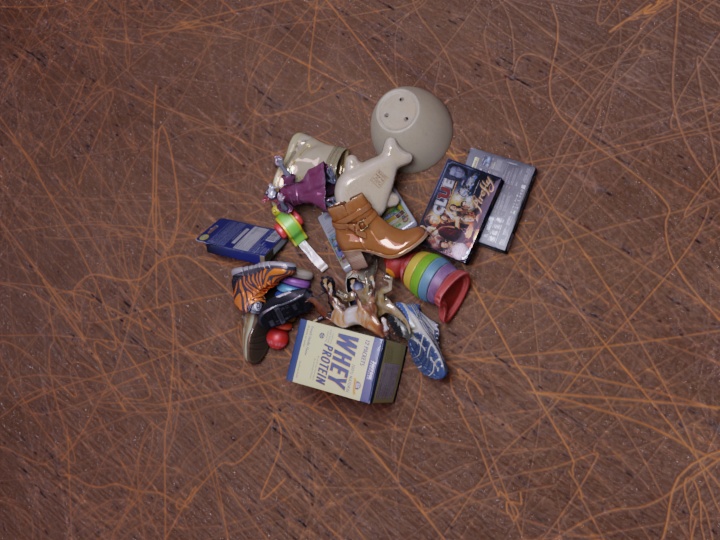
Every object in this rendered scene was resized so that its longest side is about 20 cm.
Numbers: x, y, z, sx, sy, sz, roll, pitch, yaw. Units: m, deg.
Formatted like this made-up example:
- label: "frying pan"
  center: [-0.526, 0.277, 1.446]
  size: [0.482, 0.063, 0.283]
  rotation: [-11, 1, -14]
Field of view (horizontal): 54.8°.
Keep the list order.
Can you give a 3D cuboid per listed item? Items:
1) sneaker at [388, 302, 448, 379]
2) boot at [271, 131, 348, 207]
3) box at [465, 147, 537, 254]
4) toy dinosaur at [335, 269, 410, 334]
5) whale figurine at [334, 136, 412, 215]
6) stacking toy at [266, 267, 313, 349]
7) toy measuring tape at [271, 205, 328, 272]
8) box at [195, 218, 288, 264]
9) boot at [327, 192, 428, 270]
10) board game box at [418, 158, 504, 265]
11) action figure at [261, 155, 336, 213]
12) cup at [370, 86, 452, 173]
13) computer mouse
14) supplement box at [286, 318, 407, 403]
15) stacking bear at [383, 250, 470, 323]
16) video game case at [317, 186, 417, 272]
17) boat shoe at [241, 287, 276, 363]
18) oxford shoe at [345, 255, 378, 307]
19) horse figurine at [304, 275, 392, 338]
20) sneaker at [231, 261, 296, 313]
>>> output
- label: "sneaker"
  center: [0.146, 0.146, 1.533]
  size: [0.201, 0.084, 0.077]
  rotation: [59, 139, 27]
- label: "boot"
  center: [-0.123, -0.227, 1.703]
  size: [0.154, 0.073, 0.202]
  rotation: [20, 85, 19]
- label: "box"
  center: [0.289, -0.157, 1.561]
  size: [0.156, 0.051, 0.202]
  rotation: [20, 88, 20]
- label: "toy dinosaur"
  center: [0.045, 0.062, 1.545]
  size: [0.198, 0.058, 0.102]
  rotation: [22, 104, 23]
- label: "whale figurine"
  center: [0.027, -0.207, 1.576]
  size: [0.159, 0.104, 0.201]
  rotation: [38, 95, -15]
- label: "stacking toy"
  center: [-0.176, 0.092, 1.667]
  size: [0.084, 0.085, 0.203]
  rotation: [15, 92, 20]
- label: "toy measuring tape"
  center: [-0.149, -0.082, 1.671]
  size: [0.073, 0.074, 0.201]
  rotation: [-41, 80, 8]
- label: "box"
  center: [-0.292, -0.074, 1.713]
  size: [0.198, 0.121, 0.033]
  rotation: [14, 127, 19]
- label: "boot"
  center: [0.035, -0.100, 1.510]
  size: [0.198, 0.074, 0.156]
  rotation: [-20, 105, 11]
- label: "board game box"
  center: [0.216, -0.130, 1.538]
  size: [0.134, 0.035, 0.202]
  rotation: [24, 91, 23]
- label: "action figure"
  center: [-0.141, -0.186, 1.646]
  size: [0.198, 0.149, 0.136]
  rotation: [-8, 58, 27]
- label: "cup"
  center: [0.104, -0.342, 1.607]
  size: [0.197, 0.143, 0.203]
  rotation: [-3, 80, 18]
- label: "computer mouse"
  center: [-0.141, 0.083, 1.619]
  size: [0.198, 0.141, 0.046]
  rotation: [-28, 53, -2]
- label: "supplement box"
  center: [-0.025, 0.201, 1.527]
  size: [0.197, 0.200, 0.136]
  rotation: [12, 84, 20]
- label: "stacking bear"
  center: [0.135, 0.008, 1.558]
  size: [0.199, 0.122, 0.114]
  rotation: [31, 70, 30]
- label: "video game case"
  center: [0.013, -0.115, 1.626]
  size: [0.199, 0.022, 0.183]
  rotation: [-33, 52, 6]
- label: "boat shoe"
  center: [-0.258, 0.124, 1.697]
  size: [0.075, 0.071, 0.203]
  rotation: [4, 78, 39]
- label: "oxford shoe"
  center: [0.000, 0.000, 1.619]
  size: [0.070, 0.074, 0.203]
  rotation: [-6, 79, 18]
- label: "horse figurine"
  center: [-0.024, 0.082, 1.522]
  size: [0.198, 0.050, 0.134]
  rotation: [-5, 108, 33]
- label: "sneaker"
  center: [-0.221, 0.042, 1.613]
  size: [0.198, 0.077, 0.114]
  rotation: [-11, 78, 41]
